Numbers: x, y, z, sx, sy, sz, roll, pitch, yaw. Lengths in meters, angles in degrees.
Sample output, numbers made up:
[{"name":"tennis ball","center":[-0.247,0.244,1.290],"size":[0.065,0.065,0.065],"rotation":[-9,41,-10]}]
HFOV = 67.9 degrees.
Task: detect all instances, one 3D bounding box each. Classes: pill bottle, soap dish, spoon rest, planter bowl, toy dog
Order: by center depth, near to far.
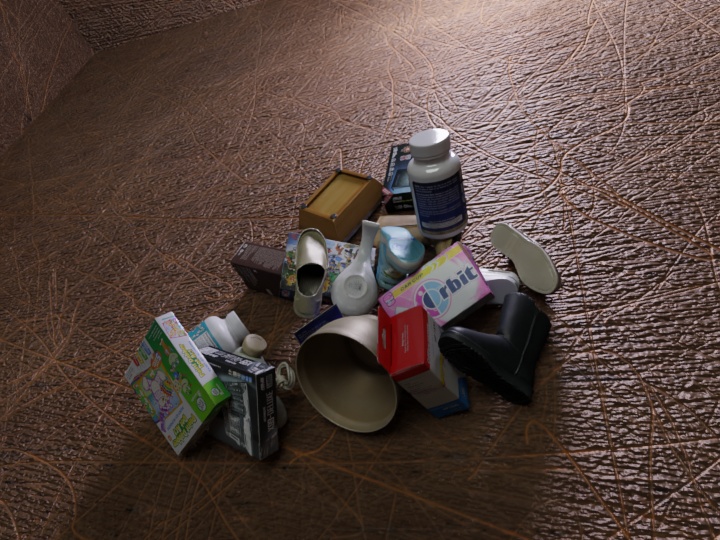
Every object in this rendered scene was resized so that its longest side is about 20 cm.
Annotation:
[{"name":"planter bowl","center":[0.001,0.165,0.961],"size":[0.196,0.205,0.135],"rotation":[5,27,28]},{"name":"toy dog","center":[-0.217,0.216,1.051],"size":[0.095,0.135,0.199],"rotation":[-1,21,-37]},{"name":"pill bottle","center":[0.155,-0.177,1.094],"size":[0.108,0.203,0.112],"rotation":[-11,33,8]},{"name":"spoon rest","center":[0.000,0.000,1.116],"size":[0.097,0.061,0.204],"rotation":[14,70,3]},{"name":"pill bottle","center":[-0.332,0.175,1.145],"size":[0.199,0.112,0.111],"rotation":[-37,45,-12]},{"name":"soap dish","center":[-0.049,-0.168,1.351],"size":[0.155,0.082,0.201],"rotation":[22,60,38]}]

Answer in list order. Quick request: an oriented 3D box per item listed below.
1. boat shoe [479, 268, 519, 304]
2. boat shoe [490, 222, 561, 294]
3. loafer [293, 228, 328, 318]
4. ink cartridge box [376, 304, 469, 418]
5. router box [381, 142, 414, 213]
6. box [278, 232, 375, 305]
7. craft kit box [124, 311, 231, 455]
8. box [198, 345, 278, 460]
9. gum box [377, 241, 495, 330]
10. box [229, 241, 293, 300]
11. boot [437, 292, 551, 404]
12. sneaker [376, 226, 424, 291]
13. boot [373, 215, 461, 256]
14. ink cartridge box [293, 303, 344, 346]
[{"name":"boat shoe","center":[0.218,0.027,1.068],"size":[0.196,0.072,0.070],"rotation":[-4,20,27]},{"name":"boat shoe","center":[0.332,-0.023,1.051],"size":[0.073,0.059,0.201],"rotation":[-60,37,22]},{"name":"loafer","center":[-0.097,-0.005,1.081],"size":[0.074,0.069,0.204],"rotation":[5,60,-11]},{"name":"ink cartridge box","center":[0.106,0.145,0.898],"size":[0.066,0.200,0.118],"rotation":[-23,41,26]},{"name":"router box","center":[0.141,-0.239,1.341],"size":[0.146,0.063,0.203],"rotation":[-5,48,19]},{"name":"box","center":[-0.068,0.002,1.147],"size":[0.195,0.038,0.139],"rotation":[10,59,-9]},{"name":"craft kit box","center":[-0.352,0.217,1.015],"size":[0.198,0.201,0.048],"rotation":[47,35,10]},{"name":"box","center":[-0.237,0.240,0.998],"size":[0.197,0.162,0.049],"rotation":[9,14,38]},{"name":"gum box","center":[0.146,0.049,1.007],"size":[0.198,0.066,0.115],"rotation":[-36,69,12]},{"name":"box","center":[-0.199,0.004,1.249],"size":[0.196,0.101,0.076],"rotation":[11,54,33]},{"name":"boot","center":[0.232,0.106,0.911],"size":[0.076,0.198,0.170],"rotation":[-36,23,55]},{"name":"sneaker","center":[0.079,-0.002,1.089],"size":[0.077,0.134,0.201],"rotation":[3,20,-6]},{"name":"boot","center":[0.122,-0.064,1.193],"size":[0.195,0.067,0.177],"rotation":[-2,37,22]},{"name":"ink cartridge box","center":[-0.082,0.110,1.050],"size":[0.098,0.200,0.040],"rotation":[-34,87,-7]}]
